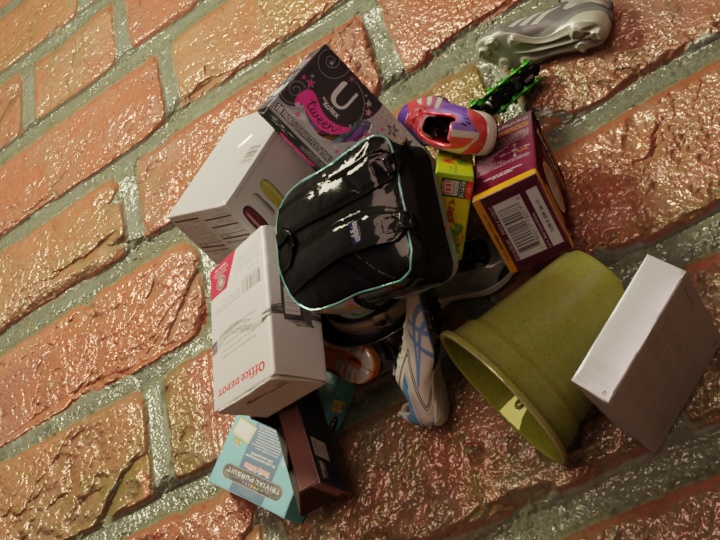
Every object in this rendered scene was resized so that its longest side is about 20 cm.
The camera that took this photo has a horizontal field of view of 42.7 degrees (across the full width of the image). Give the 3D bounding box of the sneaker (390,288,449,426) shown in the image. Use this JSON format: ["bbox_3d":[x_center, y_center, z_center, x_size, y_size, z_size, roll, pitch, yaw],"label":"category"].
[{"bbox_3d":[0.069,0.103,1.134,0.071,0.203,0.072,1,23,15],"label":"sneaker"}]

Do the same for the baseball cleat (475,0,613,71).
[{"bbox_3d":[0.267,-0.349,1.329,0.197,0.070,0.108,0,53,29],"label":"baseball cleat"}]

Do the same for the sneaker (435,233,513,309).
[{"bbox_3d":[0.126,-0.001,1.227,0.198,0.079,0.075,-26,53,19],"label":"sneaker"}]

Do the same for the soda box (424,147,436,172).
[{"bbox_3d":[0.029,-0.096,1.343,0.198,0.068,0.064,-27,46,19],"label":"soda box"}]

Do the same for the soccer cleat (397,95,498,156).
[{"bbox_3d":[0.093,-0.190,1.190,0.199,0.072,0.069,29,113,56],"label":"soccer cleat"}]

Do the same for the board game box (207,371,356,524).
[{"bbox_3d":[-0.110,0.228,1.287,0.149,0.047,0.203,14,75,37],"label":"board game box"}]

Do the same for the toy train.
[{"bbox_3d":[0.184,-0.233,1.274,0.200,0.042,0.056,-40,6,-35],"label":"toy train"}]

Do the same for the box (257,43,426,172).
[{"bbox_3d":[-0.024,-0.186,1.227,0.115,0.200,0.132,-48,14,-4],"label":"box"}]

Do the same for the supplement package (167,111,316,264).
[{"bbox_3d":[-0.153,-0.124,1.334,0.154,0.111,0.202,-5,48,48],"label":"supplement package"}]

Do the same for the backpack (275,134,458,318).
[{"bbox_3d":[0.004,-0.038,1.050,0.198,0.153,0.179,-23,72,29],"label":"backpack"}]

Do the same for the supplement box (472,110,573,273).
[{"bbox_3d":[0.202,-0.103,1.153,0.085,0.111,0.201,-23,25,21],"label":"supplement box"}]

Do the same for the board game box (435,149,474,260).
[{"bbox_3d":[0.114,-0.092,1.176,0.047,0.200,0.103,8,107,4],"label":"board game box"}]

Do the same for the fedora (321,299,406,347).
[{"bbox_3d":[0.000,0.000,1.194,0.198,0.092,0.203,-21,47,24],"label":"fedora"}]

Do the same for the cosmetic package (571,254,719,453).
[{"bbox_3d":[0.309,0.094,0.977,0.051,0.200,0.152,31,85,39],"label":"cosmetic package"}]

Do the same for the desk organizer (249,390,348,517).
[{"bbox_3d":[-0.090,0.211,1.208,0.076,0.072,0.202,-32,55,17],"label":"desk organizer"}]

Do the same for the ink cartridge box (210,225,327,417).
[{"bbox_3d":[-0.121,0.070,1.167,0.145,0.082,0.203,-34,53,44],"label":"ink cartridge box"}]

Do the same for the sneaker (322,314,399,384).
[{"bbox_3d":[-0.022,0.102,1.279,0.199,0.076,0.079,31,115,47],"label":"sneaker"}]

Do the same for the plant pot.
[{"bbox_3d":[0.223,0.084,1.063,0.184,0.201,0.200,-43,50,-7],"label":"plant pot"}]
